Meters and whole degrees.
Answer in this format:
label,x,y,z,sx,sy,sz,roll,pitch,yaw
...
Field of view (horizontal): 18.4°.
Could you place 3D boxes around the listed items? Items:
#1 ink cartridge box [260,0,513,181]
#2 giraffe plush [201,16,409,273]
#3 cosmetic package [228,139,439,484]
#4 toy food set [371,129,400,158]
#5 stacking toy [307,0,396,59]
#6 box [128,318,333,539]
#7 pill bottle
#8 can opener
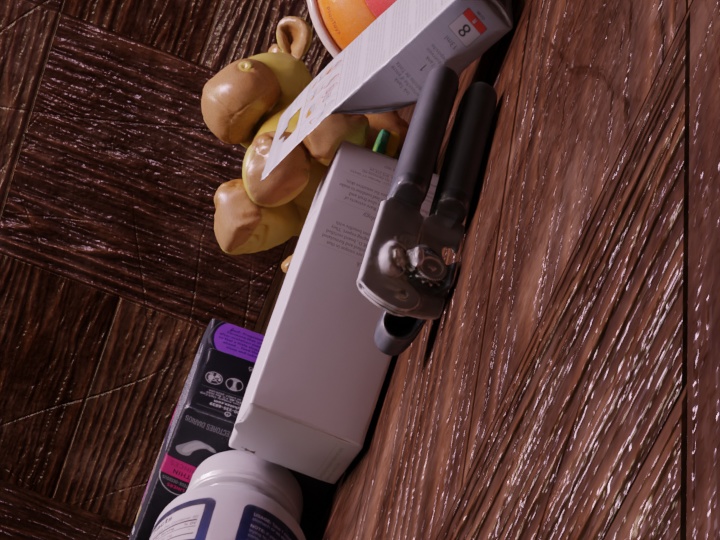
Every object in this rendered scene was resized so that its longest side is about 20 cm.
label,x,y,z,sx,sy,sz,roll,pitch,yaw
ink cartridge box,0.021,-0.137,1.542,0.200,0.050,0.162,-44,12,16
giraffe plush,-0.060,-0.113,1.789,0.172,0.163,0.200,-35,-22,7
cosmetic package,-0.016,0.029,1.504,0.108,0.084,0.201,123,166,-69
toy food set,0.000,0.000,1.682,0.201,0.048,0.199,114,174,-49
stacking toy,0.061,-0.234,1.708,0.200,0.145,0.147,-26,41,57
box,-0.090,0.155,1.620,0.106,0.121,0.201,-77,7,-53
pill bottle,-0.094,0.214,1.471,0.201,0.110,0.111,-75,7,-53
can opener,0.037,-0.036,1.341,0.067,0.053,0.201,115,174,-45
